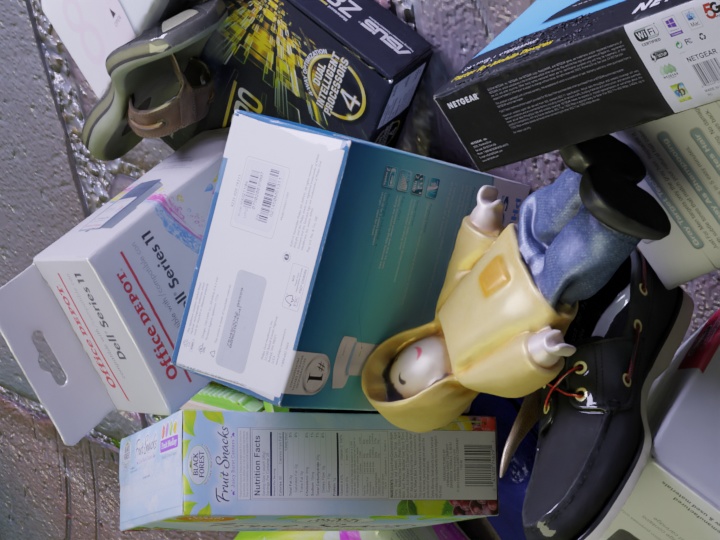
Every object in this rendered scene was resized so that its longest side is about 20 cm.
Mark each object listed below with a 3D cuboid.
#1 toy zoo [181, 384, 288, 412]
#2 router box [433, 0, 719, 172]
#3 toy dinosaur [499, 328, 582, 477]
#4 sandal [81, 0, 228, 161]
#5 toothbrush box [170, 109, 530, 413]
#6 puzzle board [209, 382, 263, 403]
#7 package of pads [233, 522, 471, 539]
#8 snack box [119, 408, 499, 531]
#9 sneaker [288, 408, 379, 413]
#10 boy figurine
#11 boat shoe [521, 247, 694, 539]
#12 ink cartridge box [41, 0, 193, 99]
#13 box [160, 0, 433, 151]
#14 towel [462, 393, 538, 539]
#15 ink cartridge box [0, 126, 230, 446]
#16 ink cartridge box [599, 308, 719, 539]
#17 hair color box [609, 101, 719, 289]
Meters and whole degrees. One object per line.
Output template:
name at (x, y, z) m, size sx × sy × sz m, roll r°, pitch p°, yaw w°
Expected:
toy zoo at (-0.121, 0.022, 1.362) m, size 0.131 × 0.020 × 0.201 m, roll 10°, pitch 123°, yaw 40°
router box at (0.148, -0.123, 0.850) m, size 0.199 × 0.149 × 0.051 m, roll -15°, pitch 114°, yaw 51°
toy dinosaur at (0.114, 0.041, 1.046) m, size 0.058 × 0.200 × 0.102 m, roll -27°, pitch 92°, yaw 25°
sandal at (-0.119, -0.110, 1.124) m, size 0.058 × 0.080 × 0.201 m, roll 55°, pitch 156°, yaw 5°
toothbrush box at (0.000, 0.000, 1.043) m, size 0.085 × 0.199 × 0.148 m, roll 18°, pitch 96°, yaw 35°
puzzle board at (-0.060, 0.107, 1.401) m, size 0.199 × 0.017 × 0.152 m, roll 13°, pitch 133°, yaw 38°
package of pads at (0.016, 0.233, 1.385) m, size 0.155 × 0.068 × 0.199 m, roll 51°, pitch 147°, yaw -18°
snack box at (-0.037, 0.127, 1.133) m, size 0.169 × 0.198 × 0.068 m, roll 152°, pitch 117°, yaw -67°
sneaker at (-0.006, 0.069, 1.243) m, size 0.075 × 0.088 × 0.200 m, roll -3°, pitch 162°, yaw 3°
boy figurine at (0.074, 0.011, 0.963) m, size 0.064 × 0.125 × 0.200 m, roll 18°, pitch 130°, yaw -35°
boat shoe at (0.120, 0.066, 0.967) m, size 0.063 × 0.202 × 0.073 m, roll 43°, pitch 138°, yaw -20°
ink cartridge box at (-0.177, -0.229, 1.131) m, size 0.200 × 0.057 × 0.163 m, roll 53°, pitch 149°, yaw 6°
box at (-0.049, -0.113, 1.150) m, size 0.161 × 0.049 × 0.200 m, roll 42°, pitch 145°, yaw 14°
towel at (0.110, 0.140, 1.214) m, size 0.201 × 0.049 × 0.148 m, roll 56°, pitch 168°, yaw -13°
ink cartridge box at (-0.120, 0.009, 1.126) m, size 0.067 × 0.200 × 0.118 m, roll -1°, pitch 123°, yaw 49°
ink cartridge box at (0.181, 0.122, 1.050) m, size 0.083 × 0.145 × 0.200 m, roll 36°, pitch 144°, yaw 2°
hair color box at (0.205, -0.070, 0.917) m, size 0.099 × 0.061 × 0.200 m, roll 52°, pitch 144°, yaw -7°
